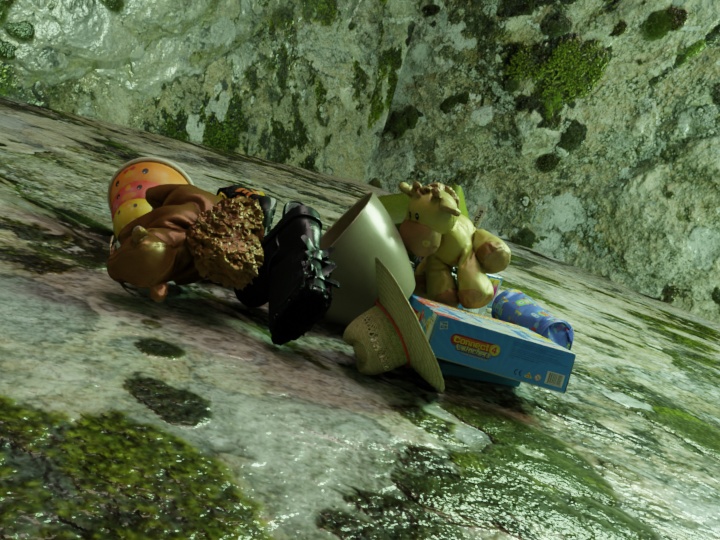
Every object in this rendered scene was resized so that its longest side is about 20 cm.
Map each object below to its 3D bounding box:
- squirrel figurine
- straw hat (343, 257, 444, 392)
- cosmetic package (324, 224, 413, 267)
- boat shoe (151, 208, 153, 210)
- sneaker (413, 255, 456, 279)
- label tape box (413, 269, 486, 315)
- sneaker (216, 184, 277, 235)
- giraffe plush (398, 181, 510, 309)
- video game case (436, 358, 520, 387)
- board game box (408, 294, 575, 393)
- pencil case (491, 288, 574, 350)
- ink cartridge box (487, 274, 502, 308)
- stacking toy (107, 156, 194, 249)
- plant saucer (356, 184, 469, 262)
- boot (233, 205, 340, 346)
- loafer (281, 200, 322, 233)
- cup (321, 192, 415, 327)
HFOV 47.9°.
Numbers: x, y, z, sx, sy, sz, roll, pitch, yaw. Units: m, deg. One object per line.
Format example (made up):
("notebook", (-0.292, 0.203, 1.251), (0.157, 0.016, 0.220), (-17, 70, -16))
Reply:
("squirrel figurine", (-0.220, -0.035, 1.029), (0.198, 0.143, 0.187), (-6, 12, 16))
("straw hat", (0.025, 0.086, 1.012), (0.084, 0.202, 0.201), (-27, 19, -5))
("cosmetic package", (0.000, 0.000, 1.396), (0.073, 0.105, 0.200), (12, 10, -31))
("boat shoe", (-0.252, -0.034, 1.228), (0.073, 0.069, 0.200), (-1, -24, 17))
("sneaker", (0.141, -0.003, 1.397), (0.070, 0.098, 0.201), (25, 30, -26))
("label tape box", (0.135, 0.051, 1.468), (0.143, 0.064, 0.200), (22, 12, 24))
("sneaker", (-0.201, -0.105, 1.380), (0.089, 0.071, 0.200), (14, 9, -19))
("giraffe plush", (0.126, -0.056, 1.244), (0.171, 0.202, 0.162), (-5, -32, 35))
("video game case", (0.134, 0.120, 1.230), (0.142, 0.018, 0.200), (13, 11, -27))
("board game box", (0.169, 0.098, 1.136), (0.198, 0.056, 0.196), (16, 4, -9))
("pencil case", (0.314, 0.097, 1.480), (0.086, 0.079, 0.200), (-16, 20, -13))
("ink cartridge box", (0.177, 0.011, 1.713), (0.198, 0.077, 0.136), (14, 10, -28))
("stacking toy", (-0.330, -0.075, 1.243), (0.145, 0.147, 0.201), (15, 26, -13))
("plant saucer", (0.109, -0.066, 1.535), (0.198, 0.048, 0.200), (-8, -38, 13))
("boot", (-0.103, 0.026, 1.057), (0.073, 0.198, 0.163), (23, 37, -29))
("loafer", (-0.093, -0.059, 1.421), (0.067, 0.071, 0.202), (-7, 47, -16))
("cup", (-0.003, 0.006, 1.199), (0.143, 0.200, 0.200), (44, 7, -8))
